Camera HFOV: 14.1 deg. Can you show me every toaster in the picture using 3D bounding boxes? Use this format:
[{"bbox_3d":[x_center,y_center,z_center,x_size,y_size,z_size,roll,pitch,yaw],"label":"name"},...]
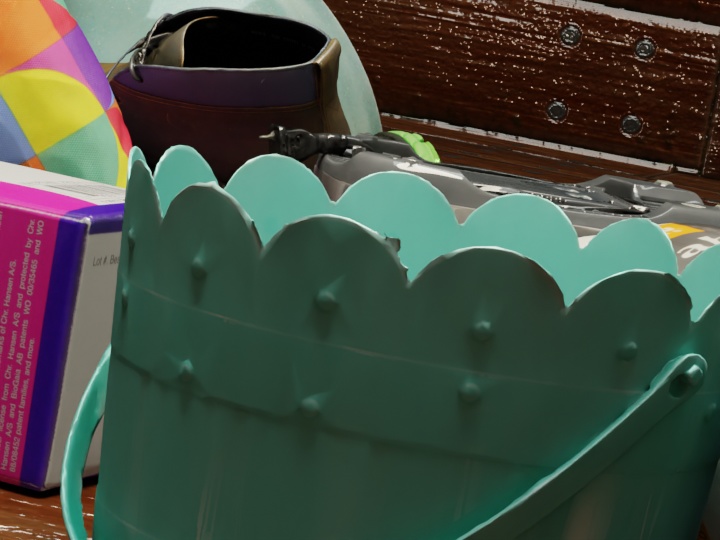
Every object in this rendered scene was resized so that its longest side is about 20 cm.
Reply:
[{"bbox_3d":[0.049,0.021,1.147,0.200,0.129,0.114,9,6,-14],"label":"toaster"}]

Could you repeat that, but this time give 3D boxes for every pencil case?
[{"bbox_3d":[-0.129,-0.050,1.196,0.088,0.200,0.088,-26,12,6],"label":"pencil case"}]

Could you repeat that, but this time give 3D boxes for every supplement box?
[{"bbox_3d":[-0.170,0.006,1.076,0.200,0.103,0.101,14,9,23],"label":"supplement box"}]

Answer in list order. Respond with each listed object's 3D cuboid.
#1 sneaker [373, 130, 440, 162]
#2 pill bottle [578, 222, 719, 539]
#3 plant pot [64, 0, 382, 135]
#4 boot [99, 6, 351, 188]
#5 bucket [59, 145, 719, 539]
[{"bbox_3d":[0.000,0.000,1.286,0.084,0.077,0.200,-2,32,-1],"label":"sneaker"},{"bbox_3d":[0.124,0.045,1.002,0.116,0.116,0.200,7,5,-24],"label":"pill bottle"},{"bbox_3d":[-0.108,-0.052,1.395,0.200,0.200,0.134,14,36,34],"label":"plant pot"},{"bbox_3d":[-0.094,-0.084,1.258,0.200,0.097,0.075,16,45,10],"label":"boot"},{"bbox_3d":[0.013,0.045,0.873,0.207,0.135,0.207,10,6,-1],"label":"bucket"}]
